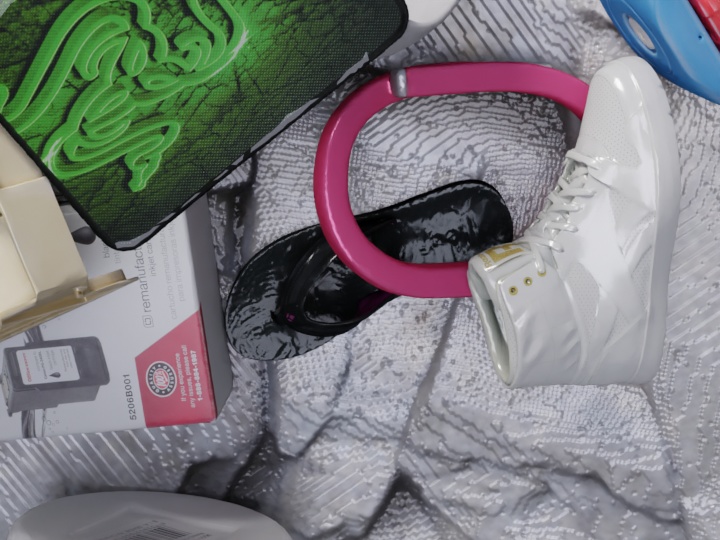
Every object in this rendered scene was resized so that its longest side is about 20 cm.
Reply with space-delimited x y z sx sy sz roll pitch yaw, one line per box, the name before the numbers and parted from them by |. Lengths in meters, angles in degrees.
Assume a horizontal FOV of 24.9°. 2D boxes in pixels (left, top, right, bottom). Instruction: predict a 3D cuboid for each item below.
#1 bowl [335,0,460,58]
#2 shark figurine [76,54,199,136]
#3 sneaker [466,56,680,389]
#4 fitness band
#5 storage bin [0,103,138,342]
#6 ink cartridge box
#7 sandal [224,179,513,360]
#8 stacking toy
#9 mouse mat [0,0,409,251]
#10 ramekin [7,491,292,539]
bowl | -0.028 -0.211 0.918 0.200 0.200 0.075 37 131 -9
shark figurine | -0.159 -0.186 0.842 0.089 0.128 0.215 -16 111 -29
sneaker | 0.121 -0.024 0.963 0.115 0.074 0.200 -5 102 -19
fitness band | 0.070 -0.055 0.998 0.200 0.037 0.144 -4 98 -15
storage bin | -0.239 -0.053 0.888 0.198 0.094 0.200 -21 91 41
ink cartridge box | -0.192 0.028 1.035 0.200 0.083 0.145 -6 103 5
sandal | 0.000 -0.001 1.034 0.200 0.048 0.075 -26 102 8
stacking toy | 0.240 -0.199 0.951 0.200 0.110 0.116 -39 115 1
mouse mat | -0.093 -0.125 0.812 0.200 0.008 0.161 -39 110 1
ramekin | -0.133 0.207 1.025 0.200 0.200 0.098 5 97 2
